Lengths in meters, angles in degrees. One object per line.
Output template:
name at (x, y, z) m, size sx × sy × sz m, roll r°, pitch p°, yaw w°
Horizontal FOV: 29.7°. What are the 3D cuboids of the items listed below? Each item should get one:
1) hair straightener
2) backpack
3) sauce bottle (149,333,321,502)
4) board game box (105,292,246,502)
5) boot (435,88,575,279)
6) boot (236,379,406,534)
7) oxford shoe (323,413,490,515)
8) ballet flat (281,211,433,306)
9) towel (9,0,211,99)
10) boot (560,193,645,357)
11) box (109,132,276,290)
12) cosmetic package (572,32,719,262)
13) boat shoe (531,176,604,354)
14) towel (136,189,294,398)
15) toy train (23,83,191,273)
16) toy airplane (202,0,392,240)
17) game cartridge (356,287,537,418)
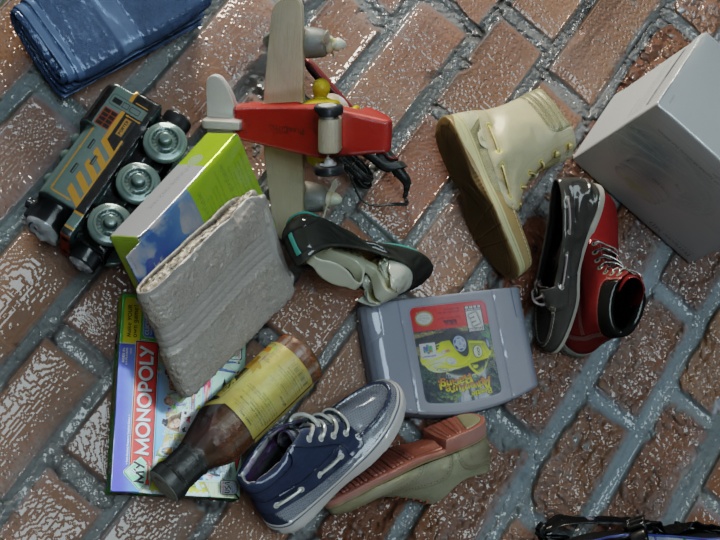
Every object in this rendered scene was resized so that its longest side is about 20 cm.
hair straightener at (-0.020, -0.140, 1.522) m, size 0.077 × 0.041 × 0.200 m, roll -43°, pitch 100°, yaw -4°
backpack at (0.305, 0.330, 1.436) m, size 0.189 × 0.200 × 0.156 m, roll -2°, pitch 81°, yaw -28°
sauce bottle at (-0.125, 0.146, 1.349) m, size 0.200 × 0.066 × 0.066 m, roll -42°, pitch 92°, yaw -27°
board game box at (-0.186, 0.130, 1.382) m, size 0.133 × 0.029 × 0.202 m, roll 7°, pitch 73°, yaw -20°
boot at (0.189, -0.104, 1.568) m, size 0.154 × 0.073 × 0.202 m, roll -20°, pitch 81°, yaw -26°
boot at (-0.036, 0.171, 1.377) m, size 0.200 × 0.072 × 0.091 m, roll -48°, pitch 137°, yaw -19°
oxford shoe at (0.053, 0.221, 1.428) m, size 0.198 × 0.071 × 0.075 m, roll -21°, pitch 107°, yaw -14°
ballet flat at (0.000, 0.000, 1.447) m, size 0.199 × 0.068 × 0.069 m, roll 18°, pitch 41°, yaw -33°
towel at (-0.266, -0.275, 1.450) m, size 0.199 × 0.049 × 0.112 m, roll -34°, pitch 90°, yaw -25°
boot at (0.285, -0.011, 1.538) m, size 0.072 × 0.144 × 0.202 m, roll 15°, pitch 70°, yaw -15°
box at (-0.170, -0.032, 1.368) m, size 0.200 × 0.047 × 0.123 m, roll -52°, pitch 134°, yaw -37°
cosmetic package at (0.391, -0.136, 1.581) m, size 0.199 × 0.200 × 0.123 m, roll 40°, pitch 68°, yaw -6°
boat shoe at (0.219, -0.008, 1.532) m, size 0.056 × 0.067 × 0.202 m, roll 12°, pitch 96°, yaw -21°
towel at (-0.138, 0.020, 1.353) m, size 0.200 × 0.034 × 0.134 m, roll -48°, pitch 131°, yaw -41°
toy train at (-0.257, -0.095, 1.392) m, size 0.113 × 0.085 × 0.201 m, roll 30°, pitch 69°, yaw 2°
toy airplane at (-0.069, -0.157, 1.442) m, size 0.200 × 0.200 × 0.141 m, roll 52°, pitch 35°, yaw 9°
game cartridge at (0.099, 0.094, 1.498) m, size 0.198 × 0.041 × 0.135 m, roll -7°, pitch 82°, yaw -22°
